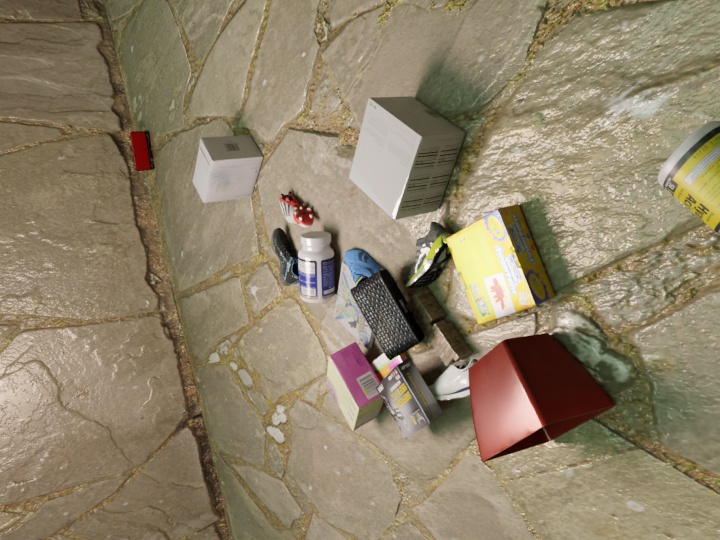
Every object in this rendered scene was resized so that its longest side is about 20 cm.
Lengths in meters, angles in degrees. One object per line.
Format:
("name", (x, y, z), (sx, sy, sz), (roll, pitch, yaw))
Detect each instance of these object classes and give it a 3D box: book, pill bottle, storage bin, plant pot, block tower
("book", (0.114, 0.321, 1.481), (0.134, 0.047, 0.203), (-46, 65, 47))
("pill bottle", (0.523, -0.101, 0.730), (0.201, 0.110, 0.112), (54, 138, 28))
("pill bottle", (-0.135, -0.012, 1.649), (0.115, 0.114, 0.205), (21, 118, 48))
("storage bin", (0.071, 0.108, 1.350), (0.093, 0.135, 0.202), (-32, 85, 12))
("plant pot", (0.326, 0.238, 1.053), (0.201, 0.196, 0.179), (-55, 48, 46))
("block tower", (0.188, 0.138, 1.311), (0.201, 0.053, 0.058), (56, 140, 26))

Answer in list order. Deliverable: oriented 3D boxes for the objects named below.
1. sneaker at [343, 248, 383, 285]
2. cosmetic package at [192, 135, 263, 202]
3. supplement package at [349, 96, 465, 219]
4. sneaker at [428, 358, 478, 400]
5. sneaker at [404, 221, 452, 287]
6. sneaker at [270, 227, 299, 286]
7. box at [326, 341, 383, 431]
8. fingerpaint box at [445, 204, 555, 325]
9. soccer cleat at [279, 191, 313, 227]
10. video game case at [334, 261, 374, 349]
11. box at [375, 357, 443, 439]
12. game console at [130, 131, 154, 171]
("sneaker", (0.000, 0.000, 1.504), (0.200, 0.077, 0.067), (41, 133, 41))
("cosmetic package", (-0.481, -0.366, 1.933), (0.124, 0.197, 0.201), (57, 140, 24))
("supplement package", (0.101, -0.260, 1.221), (0.191, 0.145, 0.203), (46, 135, 34))
("sneaker", (0.227, 0.272, 1.301), (0.199, 0.075, 0.082), (-30, 64, 49))
("sneaker", (0.161, -0.033, 1.291), (0.201, 0.073, 0.082), (-57, 47, 38))
("sneaker", (-0.248, -0.052, 1.843), (0.081, 0.073, 0.204), (-9, 99, 37))
("box", (-0.017, 0.344, 1.577), (0.177, 0.095, 0.202), (56, 156, 26))
("fingerpaint box", (0.287, -0.009, 1.113), (0.166, 0.072, 0.204), (-32, 75, 54))
("soccer cleat", (-0.208, -0.181, 1.742), (0.200, 0.068, 0.087), (44, 142, 41))
("video game case", (-0.011, 0.103, 1.597), (0.182, 0.022, 0.204), (39, 130, 41))
("box", (0.120, 0.333, 1.373), (0.160, 0.048, 0.201), (59, 155, 17))
("game console", (-1.188, -0.641, 2.873), (0.171, 0.117, 0.205), (13, 111, 51))
